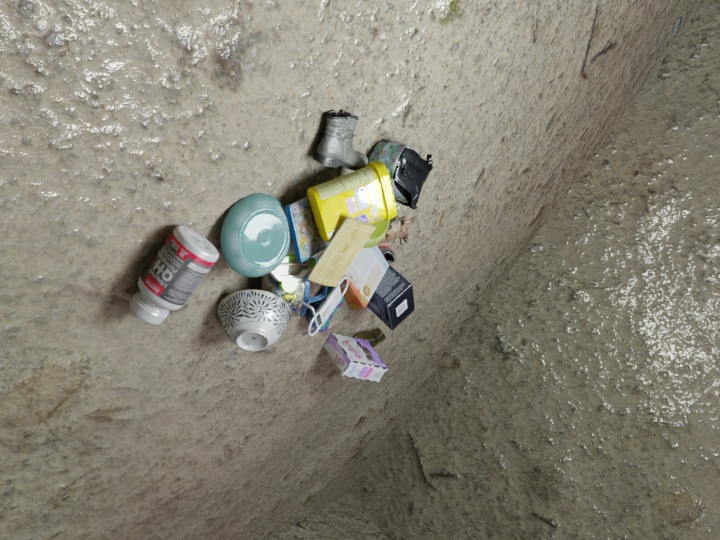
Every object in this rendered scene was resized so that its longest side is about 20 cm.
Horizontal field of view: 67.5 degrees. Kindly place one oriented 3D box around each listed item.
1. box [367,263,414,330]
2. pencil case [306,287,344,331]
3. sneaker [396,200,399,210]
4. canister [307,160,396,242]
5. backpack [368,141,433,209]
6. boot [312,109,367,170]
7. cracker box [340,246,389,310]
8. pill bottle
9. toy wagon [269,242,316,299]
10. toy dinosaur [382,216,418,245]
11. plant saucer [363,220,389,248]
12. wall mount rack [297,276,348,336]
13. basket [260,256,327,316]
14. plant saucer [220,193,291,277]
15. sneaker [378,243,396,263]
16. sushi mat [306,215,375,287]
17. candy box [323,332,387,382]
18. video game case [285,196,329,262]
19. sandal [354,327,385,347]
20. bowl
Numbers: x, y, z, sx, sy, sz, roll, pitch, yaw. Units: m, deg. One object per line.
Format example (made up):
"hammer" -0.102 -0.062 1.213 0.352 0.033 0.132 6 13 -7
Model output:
"box" 0.075 0.070 1.856 0.123 0.198 0.201 -39 152 -14
"pencil case" -0.095 0.102 1.769 0.092 0.085 0.201 27 105 -34
"sneaker" 0.040 -0.168 1.616 0.200 0.088 0.082 -45 154 -7
"canister" -0.021 -0.171 1.353 0.198 0.086 0.150 -23 117 -15
"backpack" 0.109 -0.280 1.526 0.199 0.125 0.169 21 86 -61
"boot" -0.028 -0.324 1.343 0.199 0.067 0.132 -9 128 -54
"cracker box" 0.000 0.000 1.603 0.135 0.057 0.201 57 42 -24
"pill bottle" -0.405 0.013 1.159 0.201 0.111 0.110 -52 153 6
"toy wagon" -0.188 -0.028 1.389 0.153 0.039 0.204 -1 95 -33
"toy dinosaur" 0.102 -0.130 1.773 0.198 0.086 0.136 -24 152 -30
"plant saucer" 0.019 -0.165 1.511 0.198 0.031 0.204 4 84 -42
"wall mount rack" -0.108 0.100 1.476 0.201 0.074 0.175 -53 156 -31
"basket" -0.176 0.045 1.512 0.198 0.139 0.178 -21 144 -28
"plant saucer" -0.235 -0.079 1.283 0.198 0.036 0.203 -16 113 -40
"sneaker" 0.027 -0.038 1.731 0.197 0.082 0.078 -15 124 -21
"sushi mat" -0.049 -0.044 1.359 0.095 0.012 0.201 17 117 -39
"candy box" -0.019 0.328 2.032 0.199 0.168 0.072 20 111 -42
"video game case" -0.115 -0.122 1.390 0.200 0.018 0.145 -36 120 -53
"sandal" 0.035 0.288 2.238 0.054 0.081 0.199 -37 165 29
"bowl" -0.283 0.150 1.427 0.197 0.095 0.202 -3 137 -2
